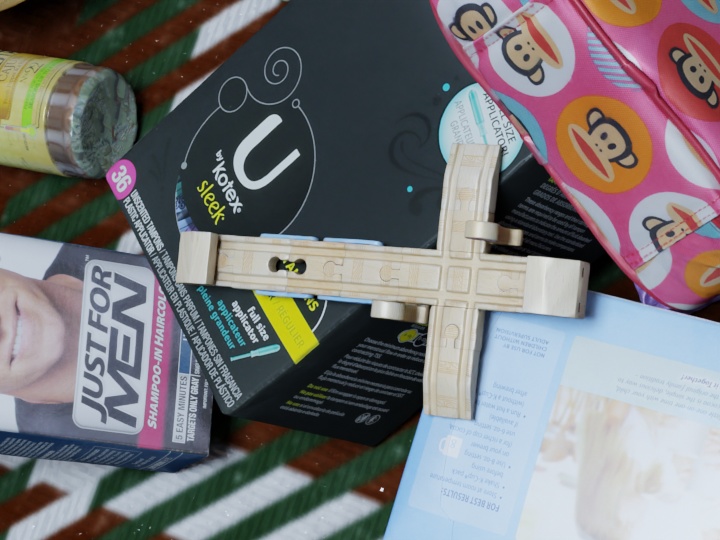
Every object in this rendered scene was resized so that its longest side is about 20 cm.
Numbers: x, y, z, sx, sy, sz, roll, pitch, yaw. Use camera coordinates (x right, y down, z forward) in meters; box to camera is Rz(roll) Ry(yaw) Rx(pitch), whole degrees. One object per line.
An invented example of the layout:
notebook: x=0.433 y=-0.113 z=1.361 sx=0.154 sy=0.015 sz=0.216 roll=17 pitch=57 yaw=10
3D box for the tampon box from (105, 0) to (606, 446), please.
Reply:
tampon box: x=0.010 y=-0.040 z=0.957 sx=0.200 sy=0.126 sz=0.151 roll=-41 pitch=61 yaw=20

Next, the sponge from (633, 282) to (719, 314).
sponge: x=0.155 y=-0.084 z=0.972 sx=0.111 sy=0.030 sz=0.202 roll=-27 pitch=66 yaw=17

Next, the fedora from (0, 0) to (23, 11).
fedora: x=-0.186 y=-0.223 z=1.146 sx=0.199 sy=0.082 sz=0.203 roll=-9 pitch=67 yaw=21

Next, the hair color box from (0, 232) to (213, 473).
hair color box: x=-0.173 y=0.038 z=1.005 sx=0.060 sy=0.198 sz=0.101 roll=149 pitch=126 yaw=-63

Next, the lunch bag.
lunch bag: x=0.134 y=-0.102 z=0.857 sx=0.201 sy=0.176 sz=0.082 roll=51 pitch=137 yaw=-6

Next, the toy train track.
toy train track: x=0.000 y=0.000 z=0.861 sx=0.198 sy=0.032 sz=0.116 roll=4 pitch=87 yaw=31

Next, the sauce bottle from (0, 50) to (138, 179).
sauce bottle: x=-0.221 y=-0.094 z=1.135 sx=0.198 sy=0.065 sz=0.065 roll=9 pitch=79 yaw=27

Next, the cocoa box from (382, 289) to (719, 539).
cocoa box: x=0.134 y=0.092 z=0.872 sx=0.198 sy=0.131 sz=0.135 roll=14 pitch=83 yaw=28
